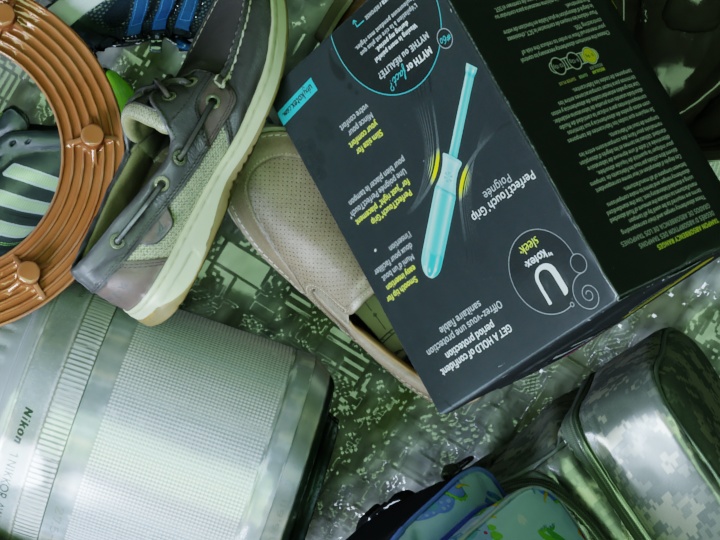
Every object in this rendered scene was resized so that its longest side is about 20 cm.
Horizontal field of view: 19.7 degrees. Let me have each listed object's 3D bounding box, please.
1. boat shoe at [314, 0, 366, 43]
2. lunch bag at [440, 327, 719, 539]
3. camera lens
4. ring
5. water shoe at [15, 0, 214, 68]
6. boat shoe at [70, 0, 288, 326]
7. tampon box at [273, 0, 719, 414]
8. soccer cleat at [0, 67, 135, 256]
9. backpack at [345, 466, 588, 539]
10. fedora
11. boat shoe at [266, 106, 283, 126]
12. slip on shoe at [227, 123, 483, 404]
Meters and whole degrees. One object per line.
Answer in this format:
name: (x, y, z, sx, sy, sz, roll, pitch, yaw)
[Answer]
boat shoe: (0.059, -0.190, 1.181, 0.068, 0.072, 0.200, 42, 94, -3)
lunch bag: (0.160, 0.161, 1.193, 0.167, 0.139, 0.200, -33, 95, 20)
camera lens: (-0.121, 0.099, 1.166, 0.199, 0.160, 0.161, 19, 96, -2)
ring: (-0.225, -0.064, 1.109, 0.199, 0.019, 0.202, 2, 78, -8)
water shoe: (-0.103, -0.153, 1.184, 0.199, 0.072, 0.079, -31, 100, 4)
boat shoe: (-0.095, -0.073, 1.103, 0.065, 0.073, 0.201, 27, 70, -28)
tampon box: (0.076, -0.055, 1.097, 0.150, 0.126, 0.201, -37, 79, 45)
soccer cleat: (-0.207, -0.044, 1.196, 0.199, 0.068, 0.081, -32, 104, -4)
backpack: (0.059, 0.224, 1.085, 0.147, 0.183, 0.201, -28, 95, 46)
fedora: (0.190, -0.140, 1.177, 0.176, 0.090, 0.201, 9, 102, 0)
boat shoe: (-0.009, -0.055, 1.201, 0.065, 0.074, 0.200, -41, 106, 1)
slip on shoe: (0.000, 0.000, 1.146, 0.076, 0.061, 0.200, -39, 105, 5)
